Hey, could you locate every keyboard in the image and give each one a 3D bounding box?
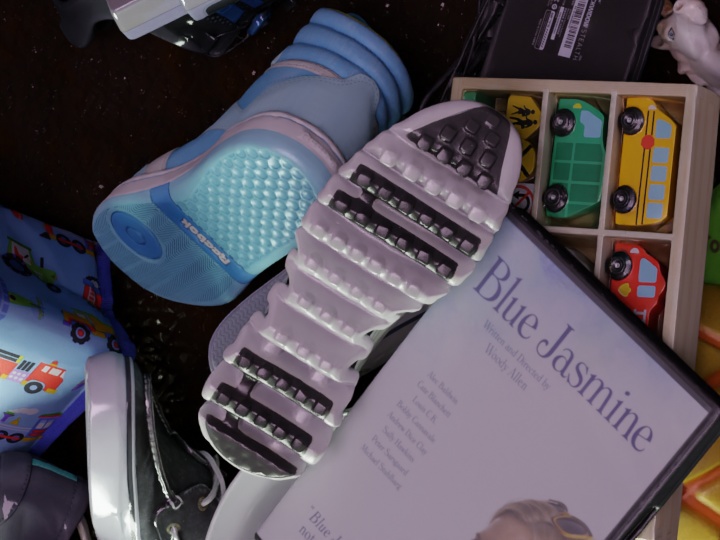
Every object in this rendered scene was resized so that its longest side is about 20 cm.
[{"bbox_3d":[0.096,-0.116,1.244,0.104,0.040,0.201,18,89,29],"label":"keyboard"}]

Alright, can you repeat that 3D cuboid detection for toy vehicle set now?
[{"bbox_3d":[0.090,0.015,1.184,0.124,0.026,0.201,3,85,31],"label":"toy vehicle set"}]

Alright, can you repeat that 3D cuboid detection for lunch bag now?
[{"bbox_3d":[-0.233,0.060,1.331,0.150,0.094,0.200,23,119,-31],"label":"lunch bag"}]

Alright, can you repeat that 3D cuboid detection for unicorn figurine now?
[{"bbox_3d":[0.210,-0.093,1.188,0.199,0.137,0.074,15,91,0],"label":"unicorn figurine"}]

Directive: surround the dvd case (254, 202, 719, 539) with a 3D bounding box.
[{"bbox_3d":[0.055,0.091,1.168,0.143,0.018,0.200,45,106,28],"label":"dvd case"}]

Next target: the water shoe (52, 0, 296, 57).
[{"bbox_3d":[-0.059,-0.146,1.291,0.199,0.072,0.079,3,117,21],"label":"water shoe"}]

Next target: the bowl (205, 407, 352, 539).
[{"bbox_3d":[0.030,0.157,1.288,0.200,0.090,0.202,3,98,22],"label":"bowl"}]

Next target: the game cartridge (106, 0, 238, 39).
[{"bbox_3d":[-0.039,-0.197,1.234,0.200,0.038,0.130,-25,60,5],"label":"game cartridge"}]

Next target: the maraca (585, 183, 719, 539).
[{"bbox_3d":[0.151,0.057,1.227,0.107,0.137,0.201,3,91,58],"label":"maraca"}]

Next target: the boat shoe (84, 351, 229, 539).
[{"bbox_3d":[-0.095,0.114,1.313,0.071,0.072,0.200,-6,134,1],"label":"boat shoe"}]

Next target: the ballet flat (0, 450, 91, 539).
[{"bbox_3d":[-0.169,0.178,1.361,0.073,0.073,0.200,21,125,13],"label":"ballet flat"}]

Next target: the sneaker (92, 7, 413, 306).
[{"bbox_3d":[-0.044,-0.059,1.294,0.080,0.131,0.200,47,146,-17],"label":"sneaker"}]

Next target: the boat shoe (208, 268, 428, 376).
[{"bbox_3d":[0.016,0.000,1.286,0.200,0.067,0.074,-32,66,5],"label":"boat shoe"}]

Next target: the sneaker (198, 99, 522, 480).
[{"bbox_3d":[0.000,0.000,1.189,0.075,0.081,0.200,38,109,-4],"label":"sneaker"}]
